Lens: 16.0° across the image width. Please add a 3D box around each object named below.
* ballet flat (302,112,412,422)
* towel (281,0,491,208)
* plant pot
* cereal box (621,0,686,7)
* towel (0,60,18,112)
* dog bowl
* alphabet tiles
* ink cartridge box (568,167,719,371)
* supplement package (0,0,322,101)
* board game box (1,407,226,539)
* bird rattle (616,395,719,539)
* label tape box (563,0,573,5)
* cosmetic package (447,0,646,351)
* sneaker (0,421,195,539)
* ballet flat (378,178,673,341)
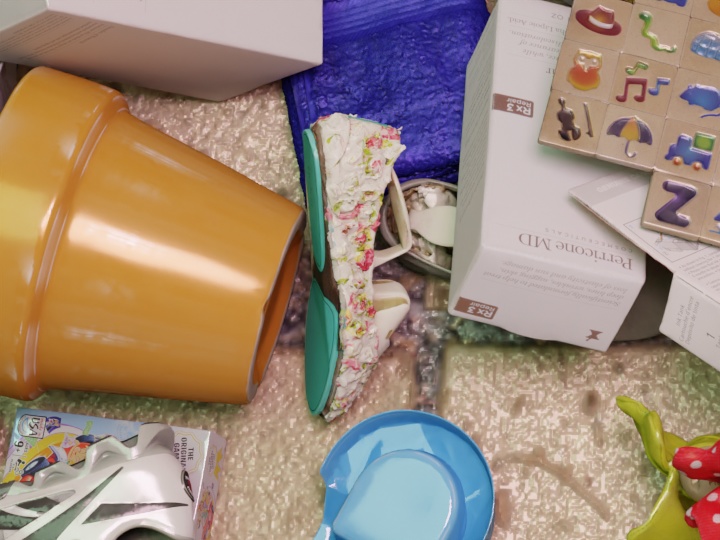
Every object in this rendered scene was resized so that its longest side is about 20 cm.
[{"bbox_3d":[0.000,0.000,1.537,0.064,0.201,0.076,-6,28,-13],"label":"ballet flat"},{"bbox_3d":[0.013,-0.145,1.619,0.147,0.050,0.201,-17,71,13],"label":"towel"},{"bbox_3d":[-0.137,-0.003,1.561,0.182,0.200,0.201,17,80,4],"label":"plant pot"},{"bbox_3d":[0.152,-0.261,1.505,0.143,0.040,0.201,18,83,7],"label":"cereal box"},{"bbox_3d":[-0.234,-0.092,1.632,0.024,0.147,0.201,7,74,-2],"label":"towel"},{"bbox_3d":[0.009,0.182,1.528,0.111,0.050,0.201,27,83,21],"label":"dog bowl"},{"bbox_3d":[0.206,-0.090,1.431,0.199,0.008,0.168,14,67,4],"label":"alphabet tiles"},{"bbox_3d":[0.240,-0.011,1.449,0.176,0.200,0.045,37,132,34],"label":"ink cartridge box"},{"bbox_3d":[-0.135,-0.186,1.571,0.120,0.199,0.122,-15,71,52],"label":"supplement package"},{"bbox_3d":[-0.166,0.192,1.586,0.134,0.034,0.201,5,76,18],"label":"board game box"},{"bbox_3d":[0.227,0.100,1.416,0.162,0.200,0.113,-15,84,-19],"label":"bird rattle"},{"bbox_3d":[0.148,-0.241,1.578,0.200,0.063,0.145,31,84,10],"label":"label tape box"},{"bbox_3d":[0.112,-0.060,1.498,0.101,0.074,0.201,12,50,-10],"label":"cosmetic package"},{"bbox_3d":[-0.191,0.171,1.540,0.199,0.074,0.089,-26,67,9],"label":"sneaker"},{"bbox_3d":[0.101,-0.006,1.546,0.199,0.064,0.068,17,80,20],"label":"ballet flat"}]
